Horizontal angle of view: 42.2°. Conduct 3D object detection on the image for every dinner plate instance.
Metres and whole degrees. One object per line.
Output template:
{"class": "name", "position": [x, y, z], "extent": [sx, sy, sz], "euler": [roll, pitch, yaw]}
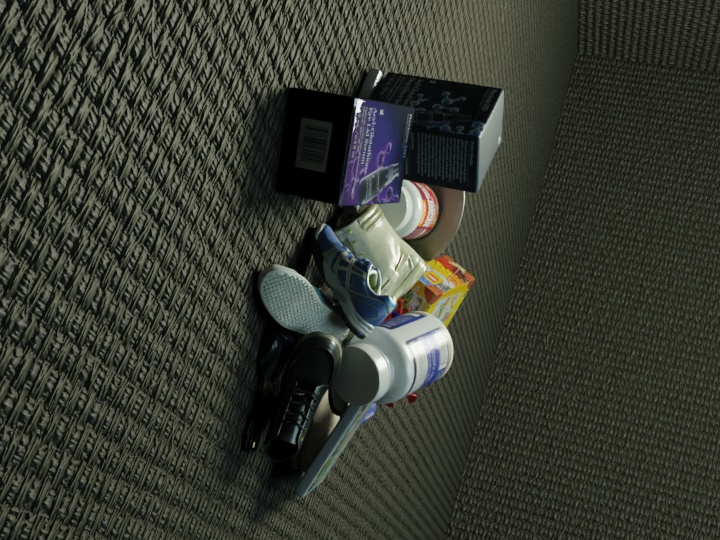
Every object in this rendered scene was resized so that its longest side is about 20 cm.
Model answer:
{"class": "dinner plate", "position": [0.127, -0.119, 1.782], "extent": [0.024, 0.200, 0.201], "euler": [10, 92, -31]}

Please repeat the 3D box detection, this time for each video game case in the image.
{"class": "video game case", "position": [-0.033, 0.275, 1.543], "extent": [0.200, 0.022, 0.182], "euler": [-57, 171, 0]}

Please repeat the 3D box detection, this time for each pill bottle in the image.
{"class": "pill bottle", "position": [0.066, -0.110, 1.652], "extent": [0.200, 0.109, 0.110], "euler": [-7, 108, -72]}
{"class": "pill bottle", "position": [0.047, 0.138, 1.437], "extent": [0.200, 0.119, 0.120], "euler": [-15, 117, -54]}

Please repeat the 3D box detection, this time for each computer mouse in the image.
{"class": "computer mouse", "position": [-0.131, 0.168, 1.349], "extent": [0.059, 0.034, 0.201], "euler": [9, 94, -74]}

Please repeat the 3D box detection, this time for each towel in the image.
{"class": "towel", "position": [-0.067, 0.238, 1.598], "extent": [0.132, 0.034, 0.201], "euler": [-12, 113, -72]}

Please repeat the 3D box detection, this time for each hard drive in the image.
{"class": "hard drive", "position": [0.003, -0.209, 1.525], "extent": [0.132, 0.026, 0.201], "euler": [69, 37, -60]}

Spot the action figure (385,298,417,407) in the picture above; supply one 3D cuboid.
{"class": "action figure", "position": [0.052, 0.123, 1.610], "extent": [0.099, 0.065, 0.201], "euler": [90, -11, -63]}

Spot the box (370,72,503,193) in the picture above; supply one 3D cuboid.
{"class": "box", "position": [0.112, -0.222, 1.481], "extent": [0.149, 0.199, 0.107], "euler": [-61, 157, -44]}

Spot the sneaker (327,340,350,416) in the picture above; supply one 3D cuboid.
{"class": "sneaker", "position": [-0.001, 0.143, 1.536], "extent": [0.070, 0.093, 0.200], "euler": [95, 2, -65]}

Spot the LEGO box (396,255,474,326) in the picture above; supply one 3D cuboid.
{"class": "LEGO box", "position": [0.112, 0.083, 1.776], "extent": [0.149, 0.077, 0.200], "euler": [-18, 142, -52]}

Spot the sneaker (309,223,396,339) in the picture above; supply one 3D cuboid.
{"class": "sneaker", "position": [-0.013, 0.006, 1.392], "extent": [0.200, 0.077, 0.076], "euler": [61, 10, 28]}

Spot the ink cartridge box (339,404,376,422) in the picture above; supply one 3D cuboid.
{"class": "ink cartridge box", "position": [-0.002, 0.194, 1.718], "extent": [0.119, 0.042, 0.201], "euler": [-22, 126, -54]}

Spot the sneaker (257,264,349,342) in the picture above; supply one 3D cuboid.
{"class": "sneaker", "position": [-0.097, 0.043, 1.341], "extent": [0.074, 0.082, 0.200], "euler": [-46, 138, -3]}

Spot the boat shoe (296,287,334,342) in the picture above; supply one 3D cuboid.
{"class": "boat shoe", "position": [-0.070, 0.125, 1.471], "extent": [0.067, 0.057, 0.201], "euler": [-40, 139, -63]}

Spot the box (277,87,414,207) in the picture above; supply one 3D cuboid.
{"class": "box", "position": [-0.017, -0.173, 1.317], "extent": [0.200, 0.104, 0.149], "euler": [-13, 114, -62]}

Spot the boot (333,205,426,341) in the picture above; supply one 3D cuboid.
{"class": "boot", "position": [0.000, 0.000, 1.498], "extent": [0.200, 0.072, 0.155], "euler": [-46, 108, -25]}

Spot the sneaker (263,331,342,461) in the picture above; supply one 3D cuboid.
{"class": "sneaker", "position": [-0.081, 0.185, 1.337], "extent": [0.106, 0.075, 0.200], "euler": [-80, -169, -52]}
